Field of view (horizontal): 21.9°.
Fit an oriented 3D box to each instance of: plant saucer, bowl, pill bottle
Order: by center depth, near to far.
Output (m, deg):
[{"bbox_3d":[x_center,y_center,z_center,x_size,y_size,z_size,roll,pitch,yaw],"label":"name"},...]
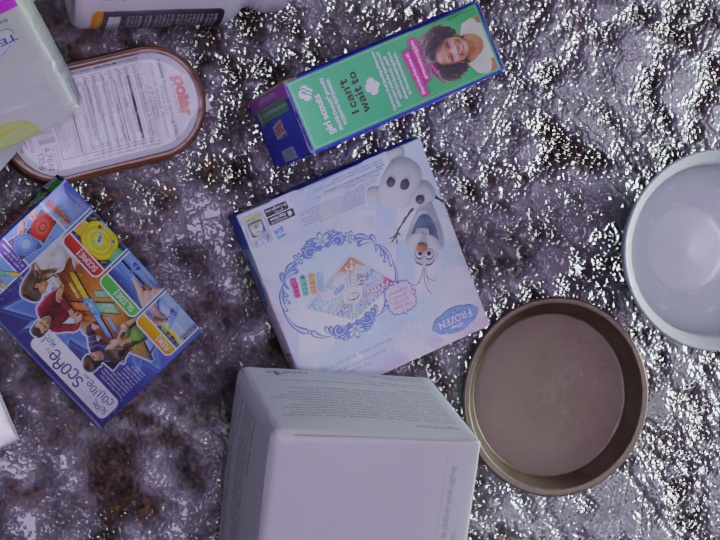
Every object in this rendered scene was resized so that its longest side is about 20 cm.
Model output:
[{"bbox_3d":[-0.171,-0.283,1.712,0.199,0.116,0.117,-4,93,-16],"label":"pill bottle"},{"bbox_3d":[0.194,0.126,1.871,0.199,0.029,0.201,0,91,-15],"label":"plant saucer"},{"bbox_3d":[0.341,-0.021,1.875,0.200,0.090,0.202,0,91,-15],"label":"bowl"}]

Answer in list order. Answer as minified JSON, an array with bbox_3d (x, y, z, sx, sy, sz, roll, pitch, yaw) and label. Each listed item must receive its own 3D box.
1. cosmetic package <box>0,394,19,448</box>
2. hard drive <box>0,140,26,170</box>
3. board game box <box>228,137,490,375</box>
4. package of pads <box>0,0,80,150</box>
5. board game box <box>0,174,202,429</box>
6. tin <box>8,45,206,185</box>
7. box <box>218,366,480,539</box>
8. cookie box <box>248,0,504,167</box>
[{"bbox_3d":[-0.396,0.081,1.677,0.107,0.085,0.201,-22,98,-14],"label":"cosmetic package"},{"bbox_3d":[-0.380,-0.170,1.643,0.200,0.026,0.132,38,103,-26],"label":"hard drive"},{"bbox_3d":[0.000,0.000,1.805,0.199,0.043,0.200,-23,98,-14],"label":"board game box"},{"bbox_3d":[-0.358,-0.164,1.596,0.199,0.068,0.155,-25,119,1],"label":"package of pads"},{"bbox_3d":[-0.261,0.030,1.720,0.135,0.034,0.200,-43,112,-10],"label":"board game box"},{"bbox_3d":[-0.241,-0.145,1.738,0.199,0.042,0.112,-15,100,-15],"label":"tin"},{"bbox_3d":[-0.016,0.212,1.720,0.199,0.171,0.200,3,106,-15],"label":"box"},{"bbox_3d":[0.011,-0.172,1.738,0.199,0.171,0.075,-25,95,-14],"label":"cookie box"}]
